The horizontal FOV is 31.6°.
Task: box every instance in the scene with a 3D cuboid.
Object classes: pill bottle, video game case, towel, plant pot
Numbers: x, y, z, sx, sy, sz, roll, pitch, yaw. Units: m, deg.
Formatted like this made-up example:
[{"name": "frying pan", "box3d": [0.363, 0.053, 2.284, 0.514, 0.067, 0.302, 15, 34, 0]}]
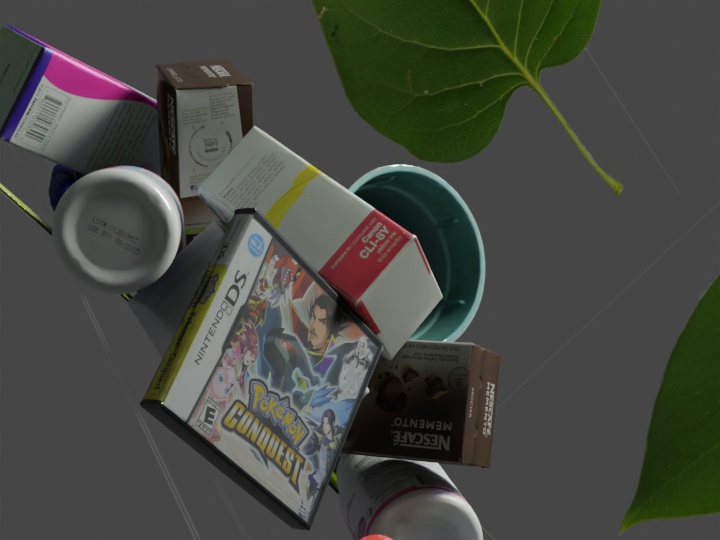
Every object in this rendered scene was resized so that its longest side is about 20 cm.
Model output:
[{"name": "pill bottle", "box3d": [-0.218, -0.042, 1.172, 0.109, 0.109, 0.200, 47, -1, -9]}, {"name": "video game case", "box3d": [-0.069, 0.081, 1.014, 0.025, 0.181, 0.200, -2, -37, 39]}, {"name": "pill bottle", "box3d": [0.041, 0.238, 1.271, 0.113, 0.113, 0.200, 48, 0, -17]}, {"name": "towel", "box3d": [-0.272, -0.054, 1.370, 0.148, 0.050, 0.200, 47, 0, -18]}, {"name": "plant pot", "box3d": [0.000, 0.000, 1.396, 0.200, 0.200, 0.196, 48, -28, -18]}]

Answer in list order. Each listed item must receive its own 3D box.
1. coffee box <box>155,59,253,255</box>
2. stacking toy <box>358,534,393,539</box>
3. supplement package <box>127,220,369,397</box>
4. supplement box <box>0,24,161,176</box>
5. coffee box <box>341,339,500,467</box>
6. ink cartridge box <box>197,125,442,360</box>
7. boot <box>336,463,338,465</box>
[{"name": "coffee box", "box3d": [-0.157, -0.103, 1.292, 0.114, 0.080, 0.200, -133, -140, -61]}, {"name": "stacking toy", "box3d": [0.063, 0.290, 1.094, 0.200, 0.085, 0.085, 43, 2, -32]}, {"name": "supplement package", "box3d": [-0.107, 0.069, 1.169, 0.121, 0.120, 0.200, 48, -1, -40]}, {"name": "supplement box", "box3d": [-0.288, -0.159, 1.314, 0.200, 0.101, 0.103, 25, 5, -45]}, {"name": "coffee box", "box3d": [0.025, 0.124, 1.225, 0.200, 0.113, 0.080, 3, -10, 25]}, {"name": "ink cartridge box", "box3d": [-0.035, -0.025, 1.166, 0.200, 0.083, 0.145, 36, -10, 25]}, {"name": "boot", "box3d": [-0.001, 0.222, 1.663, 0.154, 0.073, 0.204, 49, 7, 33]}]
